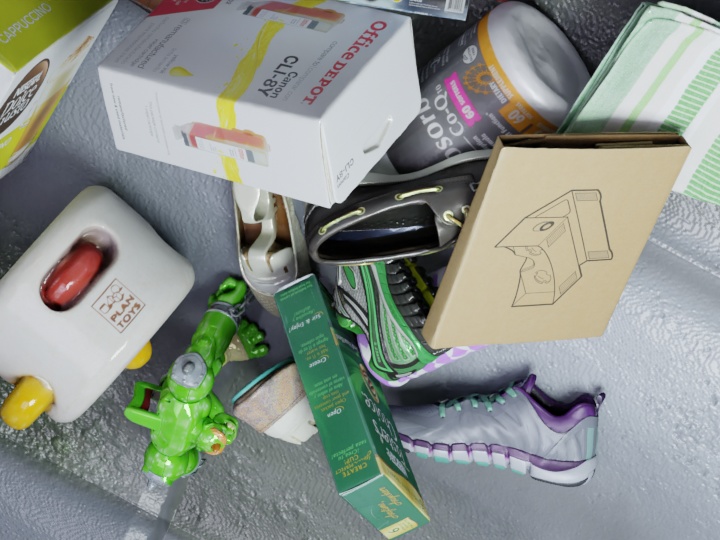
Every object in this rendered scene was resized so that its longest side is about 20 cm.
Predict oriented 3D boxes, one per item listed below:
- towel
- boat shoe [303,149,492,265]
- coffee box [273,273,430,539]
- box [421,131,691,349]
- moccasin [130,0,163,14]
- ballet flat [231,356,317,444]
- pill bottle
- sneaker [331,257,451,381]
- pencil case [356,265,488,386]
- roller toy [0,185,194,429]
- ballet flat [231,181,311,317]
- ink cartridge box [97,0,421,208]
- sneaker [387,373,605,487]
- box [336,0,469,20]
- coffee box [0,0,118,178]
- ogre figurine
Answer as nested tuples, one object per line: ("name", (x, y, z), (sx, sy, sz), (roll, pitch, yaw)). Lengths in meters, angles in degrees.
("towel", (0.261, -0.118, 1.488), (0.199, 0.023, 0.153), (14, 127, -25))
("boat shoe", (0.056, -0.042, 1.501), (0.200, 0.061, 0.072), (-9, 138, 7))
("coffee box", (-0.007, 0.115, 1.640), (0.044, 0.201, 0.123), (-25, 147, 9))
("box", (0.146, -0.022, 1.503), (0.162, 0.021, 0.201), (-3, 134, -26))
("moccasin", (-0.158, -0.246, 1.597), (0.201, 0.074, 0.078), (41, 122, -5))
("ballet flat", (-0.058, 0.112, 1.677), (0.068, 0.200, 0.067), (-40, 87, 9))
("pill bottle", (0.079, -0.113, 1.557), (0.200, 0.116, 0.116), (-37, 99, 30))
("sneaker", (0.000, 0.000, 1.620), (0.085, 0.078, 0.201), (-39, 61, 22))
("pencil case", (0.090, 0.035, 1.650), (0.199, 0.084, 0.085), (-22, 145, 30))
("roller toy", (-0.238, 0.034, 1.701), (0.140, 0.200, 0.182), (41, 116, -5))
("ballet flat", (-0.086, -0.039, 1.684), (0.067, 0.062, 0.201), (0, 116, 20))
("ink cartridge box", (-0.073, -0.141, 1.485), (0.199, 0.145, 0.084), (16, 136, 25))
("sneaker", (0.111, 0.122, 1.702), (0.198, 0.074, 0.088), (11, 104, 5))
("box", (-0.031, -0.225, 1.469), (0.136, 0.199, 0.040), (18, 102, 42))
("coffee box", (-0.357, -0.185, 1.627), (0.200, 0.200, 0.198), (37, 121, -1))
("ogre figurine", (-0.150, 0.116, 1.751), (0.098, 0.120, 0.200), (40, 122, -3))
